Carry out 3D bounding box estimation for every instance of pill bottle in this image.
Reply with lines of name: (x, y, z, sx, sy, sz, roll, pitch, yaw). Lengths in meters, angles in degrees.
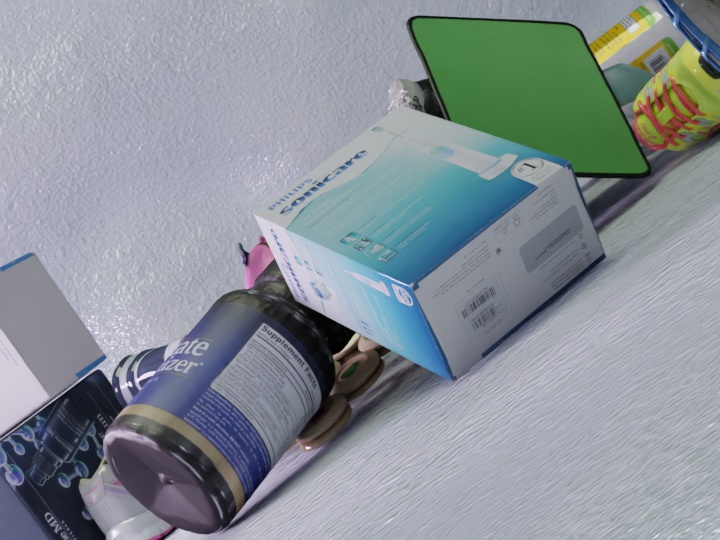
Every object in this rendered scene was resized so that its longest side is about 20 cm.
pill bottle: (-0.088, 0.086, 1.364, 0.200, 0.112, 0.112, -51, 10, -32)
pill bottle: (0.243, -0.168, 1.860, 0.199, 0.111, 0.111, -36, 2, 5)

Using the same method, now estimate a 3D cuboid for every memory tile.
memory tile: (-0.050, 0.094, 1.478, 0.199, 0.017, 0.154, -19, 27, 50)

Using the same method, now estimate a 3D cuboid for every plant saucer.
plant saucer: (0.165, -0.133, 1.599, 0.199, 0.036, 0.200, -25, 1, 1)

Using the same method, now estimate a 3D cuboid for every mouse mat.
mouse mat: (0.132, -0.140, 1.482, 0.160, 0.201, 0.008, 0, -47, -19)

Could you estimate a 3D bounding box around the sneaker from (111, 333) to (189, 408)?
sneaker: (-0.139, 0.104, 1.687, 0.108, 0.071, 0.199, -21, -22, 29)

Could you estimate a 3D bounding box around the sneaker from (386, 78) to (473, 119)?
sneaker: (0.092, -0.065, 1.470, 0.099, 0.202, 0.070, -8, -16, -20)

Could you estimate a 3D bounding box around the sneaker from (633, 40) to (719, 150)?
sneaker: (0.257, -0.130, 1.460, 0.090, 0.078, 0.200, -38, -8, 0)

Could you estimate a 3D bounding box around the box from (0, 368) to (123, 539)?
box: (-0.269, 0.204, 1.656, 0.107, 0.149, 0.200, -35, 3, 29)

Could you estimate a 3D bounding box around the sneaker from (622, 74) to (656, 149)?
sneaker: (0.265, -0.146, 1.722, 0.073, 0.071, 0.200, -6, 7, -29)

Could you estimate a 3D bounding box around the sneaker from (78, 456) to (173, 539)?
sneaker: (-0.176, 0.173, 1.634, 0.081, 0.088, 0.200, -35, 2, 27)

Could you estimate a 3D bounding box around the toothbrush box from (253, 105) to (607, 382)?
toothbrush box: (0.044, -0.025, 1.276, 0.146, 0.086, 0.200, -38, 34, -21)

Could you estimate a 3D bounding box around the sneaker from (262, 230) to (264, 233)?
sneaker: (-0.006, -0.039, 1.452, 0.077, 0.092, 0.200, -28, 3, 30)

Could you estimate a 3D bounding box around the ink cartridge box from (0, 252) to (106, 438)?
ink cartridge box: (-0.361, 0.100, 1.705, 0.199, 0.126, 0.129, -36, 2, 22)

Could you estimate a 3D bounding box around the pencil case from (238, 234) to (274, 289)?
pencil case: (0.000, 0.000, 1.580, 0.198, 0.091, 0.094, -7, 52, 17)

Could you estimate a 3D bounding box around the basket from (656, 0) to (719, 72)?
basket: (0.263, -0.179, 1.149, 0.139, 0.176, 0.200, -51, -16, 19)
